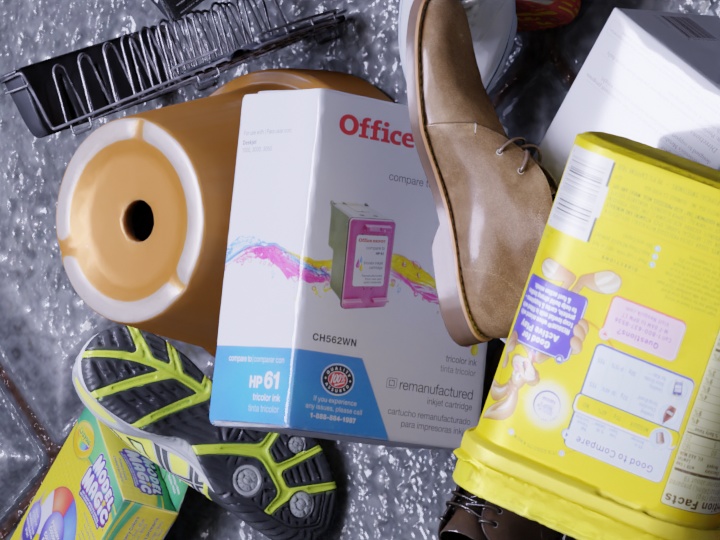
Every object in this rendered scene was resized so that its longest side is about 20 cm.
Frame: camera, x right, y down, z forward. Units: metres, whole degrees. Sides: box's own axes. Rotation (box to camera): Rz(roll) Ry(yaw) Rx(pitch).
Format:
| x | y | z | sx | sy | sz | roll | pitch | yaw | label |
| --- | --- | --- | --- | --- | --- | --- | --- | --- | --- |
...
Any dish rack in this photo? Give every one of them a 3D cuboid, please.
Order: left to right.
| x | y | z | sx | sy | sz | roll | pitch | yaw | label |
| --- | --- | --- | --- | --- | --- | --- | --- | --- | --- |
| -0.115 | -0.140 | 1.818 | 0.200 | 0.153 | 0.055 | -17 | 96 | 38 | dish rack |

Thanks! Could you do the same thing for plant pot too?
| x | y | z | sx | sy | sz | roll | pitch | yaw | label |
| --- | --- | --- | --- | --- | --- | --- | --- | --- | --- |
| -0.084 | -0.029 | 1.767 | 0.200 | 0.183 | 0.201 | 1 | 91 | 39 | plant pot |

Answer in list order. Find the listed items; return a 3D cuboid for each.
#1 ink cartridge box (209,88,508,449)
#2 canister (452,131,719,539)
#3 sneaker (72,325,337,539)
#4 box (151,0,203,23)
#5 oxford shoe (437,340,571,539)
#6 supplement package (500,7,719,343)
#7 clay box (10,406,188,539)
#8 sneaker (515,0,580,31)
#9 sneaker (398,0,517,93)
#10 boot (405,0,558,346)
| x | y | z | sx | sy | sz | roll | pitch | yaw | label |
| --- | --- | --- | --- | --- | --- | --- | --- | --- | --- |
| 0.000 | 0.000 | 1.671 | 0.085 | 0.144 | 0.201 | -3 | 80 | 54 | ink cartridge box |
| 0.149 | 0.041 | 1.496 | 0.148 | 0.087 | 0.200 | 22 | 100 | 20 | canister |
| -0.098 | 0.105 | 1.819 | 0.075 | 0.200 | 0.076 | -52 | 10 | -17 | sneaker |
| -0.095 | -0.279 | 1.789 | 0.200 | 0.048 | 0.193 | -38 | 58 | -7 | box |
| 0.088 | 0.134 | 1.693 | 0.073 | 0.084 | 0.201 | 2 | 90 | 41 | oxford shoe |
| 0.164 | -0.035 | 1.610 | 0.110 | 0.114 | 0.200 | 42 | 115 | 30 | supplement package |
| -0.185 | 0.178 | 1.913 | 0.200 | 0.048 | 0.115 | -60 | 31 | 23 | clay box |
| 0.051 | -0.198 | 1.733 | 0.200 | 0.073 | 0.077 | 23 | 86 | 31 | sneaker |
| 0.055 | -0.166 | 1.634 | 0.073 | 0.071 | 0.200 | 19 | 129 | 12 | sneaker |
| 0.074 | -0.063 | 1.578 | 0.075 | 0.074 | 0.200 | -12 | 89 | 27 | boot |
